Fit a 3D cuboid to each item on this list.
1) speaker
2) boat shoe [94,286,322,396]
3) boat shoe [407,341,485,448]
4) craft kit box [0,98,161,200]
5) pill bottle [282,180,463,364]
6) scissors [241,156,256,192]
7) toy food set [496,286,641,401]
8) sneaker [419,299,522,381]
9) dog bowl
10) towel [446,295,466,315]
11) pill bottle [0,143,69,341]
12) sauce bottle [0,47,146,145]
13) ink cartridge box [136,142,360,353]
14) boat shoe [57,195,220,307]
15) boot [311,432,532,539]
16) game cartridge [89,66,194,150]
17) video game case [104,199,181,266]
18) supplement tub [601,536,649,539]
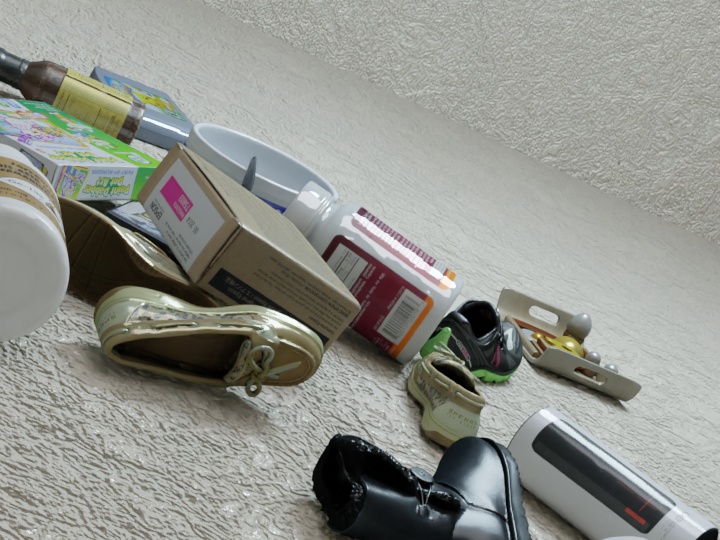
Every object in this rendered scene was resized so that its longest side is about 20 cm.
[{"bbox_3d":[0.231,0.214,1.387,0.200,0.081,0.081,37,17,32],"label":"speaker"},{"bbox_3d":[-0.124,0.069,1.249,0.199,0.073,0.063,10,31,-20],"label":"boat shoe"},{"bbox_3d":[0.095,0.120,1.500,0.073,0.063,0.200,24,14,-12],"label":"boat shoe"},{"bbox_3d":[-0.335,-0.130,1.588,0.197,0.049,0.200,30,16,23],"label":"craft kit box"},{"bbox_3d":[0.000,0.000,1.604,0.200,0.114,0.114,36,14,1],"label":"pill bottle"},{"bbox_3d":[-0.126,-0.075,1.674,0.073,0.014,0.200,22,31,8],"label":"scissors"},{"bbox_3d":[0.271,0.090,1.950,0.143,0.061,0.200,23,14,-20],"label":"toy food set"},{"bbox_3d":[0.142,0.077,1.701,0.077,0.084,0.200,35,16,22],"label":"sneaker"},{"bbox_3d":[-0.132,-0.102,1.842,0.200,0.079,0.200,26,14,-7],"label":"dog bowl"},{"bbox_3d":[0.083,0.047,1.809,0.200,0.035,0.132,13,21,-48],"label":"towel"},{"bbox_3d":[-0.296,-0.032,1.200,0.114,0.115,0.200,22,15,-22],"label":"pill bottle"},{"bbox_3d":[-0.368,-0.220,1.855,0.200,0.065,0.065,25,14,-14],"label":"sauce bottle"},{"bbox_3d":[-0.110,-0.020,1.434,0.165,0.075,0.200,34,9,-35],"label":"ink cartridge box"},{"bbox_3d":[-0.211,0.000,1.352,0.200,0.072,0.065,32,8,-5],"label":"boat shoe"},{"bbox_3d":[0.045,0.168,1.198,0.168,0.077,0.200,27,19,-17],"label":"boot"},{"bbox_3d":[-0.303,-0.222,2.049,0.133,0.041,0.200,14,18,-32],"label":"game cartridge"},{"bbox_3d":[-0.168,-0.028,1.617,0.180,0.026,0.200,29,14,4],"label":"video game case"},{"bbox_3d":[0.238,0.271,1.054,0.200,0.145,0.144,18,17,-36],"label":"supplement tub"}]
